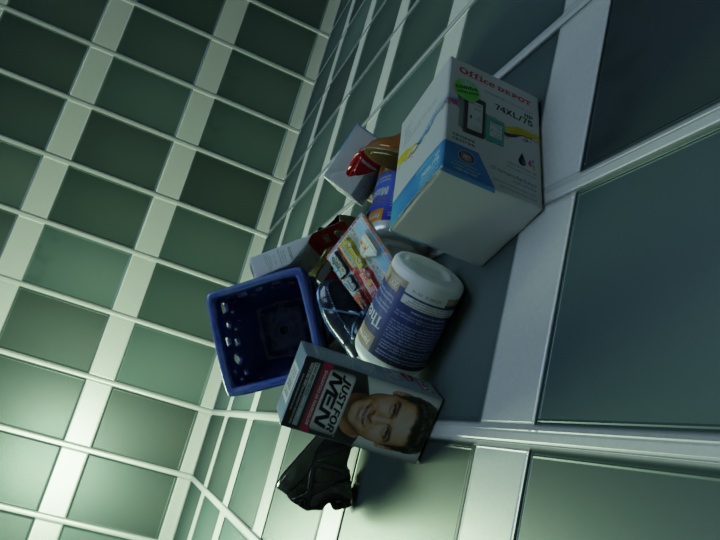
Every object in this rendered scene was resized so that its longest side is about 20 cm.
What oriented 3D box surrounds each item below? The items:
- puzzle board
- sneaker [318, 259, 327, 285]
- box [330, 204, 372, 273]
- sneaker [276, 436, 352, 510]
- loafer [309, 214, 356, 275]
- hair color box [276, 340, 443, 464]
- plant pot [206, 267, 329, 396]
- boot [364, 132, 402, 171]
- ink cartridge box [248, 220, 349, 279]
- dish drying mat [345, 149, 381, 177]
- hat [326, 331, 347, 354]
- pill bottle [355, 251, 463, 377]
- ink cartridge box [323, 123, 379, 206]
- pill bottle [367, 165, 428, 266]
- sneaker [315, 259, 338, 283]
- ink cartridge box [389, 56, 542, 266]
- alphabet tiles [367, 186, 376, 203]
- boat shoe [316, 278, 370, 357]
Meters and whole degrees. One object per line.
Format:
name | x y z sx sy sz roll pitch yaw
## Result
puzzle board | 0.023 0.026 1.092 0.017 0.201 0.151 -26 -13 -34
sneaker | -0.049 0.031 1.493 0.077 0.078 0.202 -36 38 45
box | 0.027 -0.094 1.311 0.201 0.046 0.159 -58 3 -41
sneaker | -0.035 0.314 1.119 0.200 0.114 0.076 -47 -1 -27
loafer | -0.087 -0.066 1.635 0.200 0.067 0.076 -45 35 14
hair color box | -0.002 0.177 0.904 0.061 0.198 0.100 -134 65 -72
plant pot | -0.162 0.114 1.311 0.180 0.198 0.202 5 -109 -81
boot | 0.111 -0.240 1.099 0.074 0.198 0.157 50 -132 -65
ink cartridge box | -0.108 -0.027 1.346 0.163 0.198 0.058 52 -159 -80
dish drying mat | 0.070 -0.210 1.200 0.018 0.198 0.077 61 151 17
hat | -0.013 0.125 1.231 0.200 0.080 0.203 -161 90 -74
pill bottle | 0.058 0.084 0.975 0.111 0.110 0.202 -107 40 -66
ink cartridge box | 0.001 -0.196 1.314 0.116 0.068 0.200 -56 -7 3
pill bottle | 0.068 -0.085 1.150 0.112 0.111 0.202 140 147 -61
sneaker | 0.000 0.000 1.397 0.200 0.112 0.072 -41 -16 -52
ink cartridge box | 0.140 -0.144 0.906 0.146 0.145 0.202 130 154 -51
alphabet tiles | 0.076 -0.224 1.353 0.201 0.015 0.196 -57 2 -3
boat shoe | 0.007 0.095 1.084 0.068 0.201 0.084 -34 1 43
